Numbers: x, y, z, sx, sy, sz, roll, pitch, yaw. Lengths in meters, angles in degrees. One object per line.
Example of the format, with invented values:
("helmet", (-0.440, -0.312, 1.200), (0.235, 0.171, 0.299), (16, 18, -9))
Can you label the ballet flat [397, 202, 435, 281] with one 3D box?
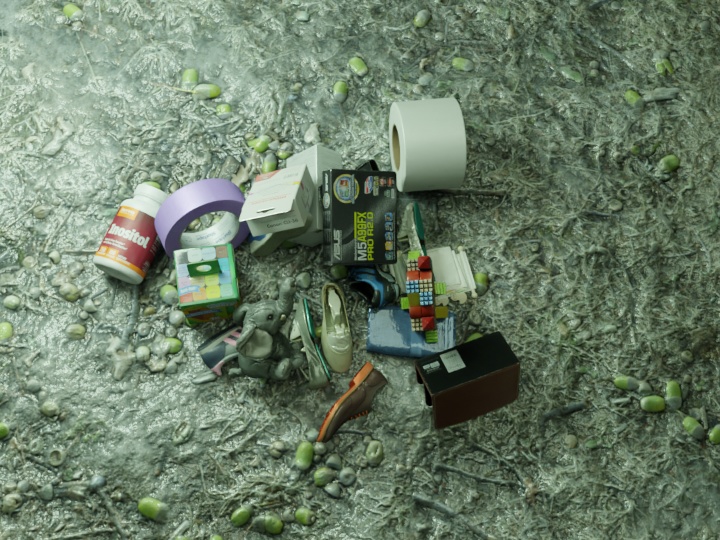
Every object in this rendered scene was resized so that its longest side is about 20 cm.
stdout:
("ballet flat", (0.116, -0.056, 1.703), (0.071, 0.072, 0.201), (-10, 75, -7))

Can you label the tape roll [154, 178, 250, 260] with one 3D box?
("tape roll", (-0.332, -0.102, 1.625), (0.200, 0.200, 0.066), (-26, 61, -11))

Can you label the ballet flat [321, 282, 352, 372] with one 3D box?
("ballet flat", (-0.053, 0.119, 1.656), (0.069, 0.069, 0.201), (-8, 75, -7))

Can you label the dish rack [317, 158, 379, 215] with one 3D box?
("dish rack", (-0.011, -0.147, 1.675), (0.200, 0.054, 0.154), (-33, 105, -52))

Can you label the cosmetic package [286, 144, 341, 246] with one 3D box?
("cosmetic package", (-0.104, -0.165, 1.702), (0.081, 0.113, 0.201), (11, 72, -42))

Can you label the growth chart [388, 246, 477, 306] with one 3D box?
("growth chart", (0.161, 0.013, 1.729), (0.199, 0.018, 0.145), (-5, 75, -6))

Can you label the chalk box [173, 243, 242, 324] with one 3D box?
("chalk box", (-0.317, 0.024, 1.594), (0.124, 0.200, 0.124), (-8, 75, -6))

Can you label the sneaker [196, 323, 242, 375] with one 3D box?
("sneaker", (-0.248, 0.150, 1.643), (0.200, 0.070, 0.082), (-30, 100, -12))

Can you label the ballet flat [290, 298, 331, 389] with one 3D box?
("ballet flat", (-0.119, 0.159, 1.642), (0.063, 0.067, 0.201), (-18, 76, -1))

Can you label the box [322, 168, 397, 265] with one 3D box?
("box", (-0.001, -0.111, 1.612), (0.160, 0.044, 0.201), (-1, 91, -29))

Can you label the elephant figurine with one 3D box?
("elephant figurine", (-0.200, 0.118, 1.548), (0.141, 0.201, 0.155), (17, 46, 39))

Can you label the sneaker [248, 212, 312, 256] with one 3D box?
("sneaker", (-0.183, -0.117, 1.660), (0.077, 0.200, 0.112), (1, 69, -39))

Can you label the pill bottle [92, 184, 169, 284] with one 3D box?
("pill bottle", (-0.488, -0.081, 1.657), (0.113, 0.113, 0.201), (20, 73, 2))

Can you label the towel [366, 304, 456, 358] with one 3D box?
("towel", (0.111, 0.136, 1.674), (0.199, 0.049, 0.112), (6, 73, -3))

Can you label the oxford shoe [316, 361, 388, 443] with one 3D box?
("oxford shoe", (-0.016, 0.290, 1.610), (0.072, 0.071, 0.200), (38, 74, 2))

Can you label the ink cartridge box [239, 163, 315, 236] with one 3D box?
("ink cartridge box", (-0.168, -0.135, 1.556), (0.116, 0.068, 0.200), (-11, 31, 14))

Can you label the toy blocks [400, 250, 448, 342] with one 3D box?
("toy blocks", (0.127, 0.049, 1.588), (0.100, 0.137, 0.201), (-5, 84, 8))

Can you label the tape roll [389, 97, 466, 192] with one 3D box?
("tape roll", (0.147, -0.283, 1.718), (0.139, 0.203, 0.204), (-5, 74, -6))

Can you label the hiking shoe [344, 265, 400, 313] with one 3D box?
("hiking shoe", (0.000, 0.000, 1.669), (0.087, 0.075, 0.200), (-25, 62, -40))

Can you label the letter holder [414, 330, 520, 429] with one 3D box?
("letter holder", (0.230, 0.240, 1.637), (0.199, 0.142, 0.101), (-19, 44, -9))
